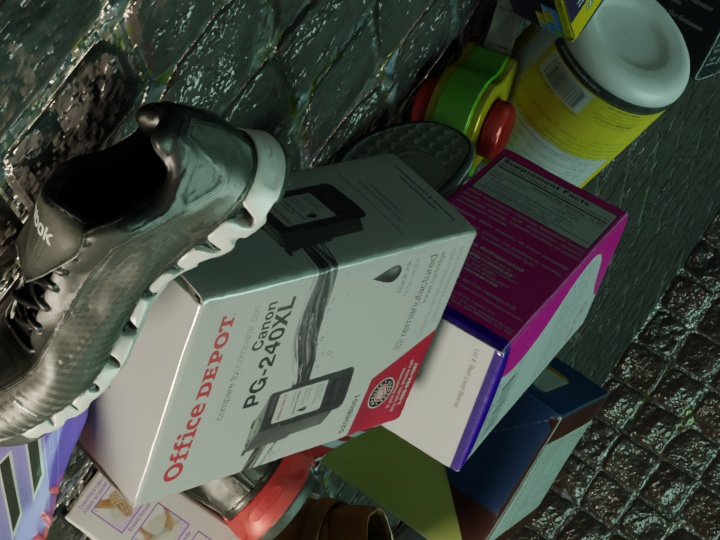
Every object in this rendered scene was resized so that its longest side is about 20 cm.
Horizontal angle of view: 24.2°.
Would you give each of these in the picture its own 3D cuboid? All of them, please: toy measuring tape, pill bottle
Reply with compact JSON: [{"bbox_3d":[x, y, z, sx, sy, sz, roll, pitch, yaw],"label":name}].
[{"bbox_3d":[0.082,-0.141,1.154,0.074,0.073,0.201,-20,131,-66],"label":"toy measuring tape"},{"bbox_3d":[0.141,-0.116,1.233,0.112,0.112,0.200,-43,178,-44],"label":"pill bottle"}]

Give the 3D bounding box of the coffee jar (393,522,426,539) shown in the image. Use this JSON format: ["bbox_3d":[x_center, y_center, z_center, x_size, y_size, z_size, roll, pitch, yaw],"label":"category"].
[{"bbox_3d":[0.045,0.413,2.100,0.104,0.085,0.201,-32,151,-58],"label":"coffee jar"}]

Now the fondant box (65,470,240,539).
[{"bbox_3d":[-0.077,0.202,1.057,0.058,0.199,0.144,-55,165,-14],"label":"fondant box"}]

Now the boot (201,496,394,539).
[{"bbox_3d":[-0.034,0.247,1.184,0.077,0.154,0.201,-27,110,-59],"label":"boot"}]

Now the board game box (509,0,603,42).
[{"bbox_3d":[0.156,-0.274,1.073,0.200,0.057,0.165,-54,154,-11],"label":"board game box"}]

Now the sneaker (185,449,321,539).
[{"bbox_3d":[-0.086,0.097,1.032,0.071,0.098,0.200,-49,-164,1],"label":"sneaker"}]

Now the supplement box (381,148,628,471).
[{"bbox_3d":[0.080,0.019,1.079,0.200,0.103,0.102,-39,154,-49],"label":"supplement box"}]

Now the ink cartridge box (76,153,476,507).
[{"bbox_3d":[-0.052,0.029,0.907,0.199,0.083,0.146,-15,138,-42],"label":"ink cartridge box"}]

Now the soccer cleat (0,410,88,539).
[{"bbox_3d":[-0.186,0.147,0.846,0.201,0.073,0.068,-56,164,-5],"label":"soccer cleat"}]

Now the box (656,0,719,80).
[{"bbox_3d":[0.245,-0.266,1.250,0.201,0.148,0.104,-63,164,20],"label":"box"}]

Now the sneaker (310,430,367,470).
[{"bbox_3d":[-0.018,0.103,1.205,0.199,0.072,0.113,-17,155,-14],"label":"sneaker"}]

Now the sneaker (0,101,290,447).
[{"bbox_3d":[-0.127,-0.004,0.761,0.200,0.067,0.090,-45,140,11],"label":"sneaker"}]

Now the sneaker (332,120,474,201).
[{"bbox_3d":[-0.002,0.000,1.118,0.202,0.077,0.147,-43,154,-31],"label":"sneaker"}]

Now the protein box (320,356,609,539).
[{"bbox_3d":[0.064,0.105,1.314,0.135,0.198,0.200,-59,165,10],"label":"protein box"}]
